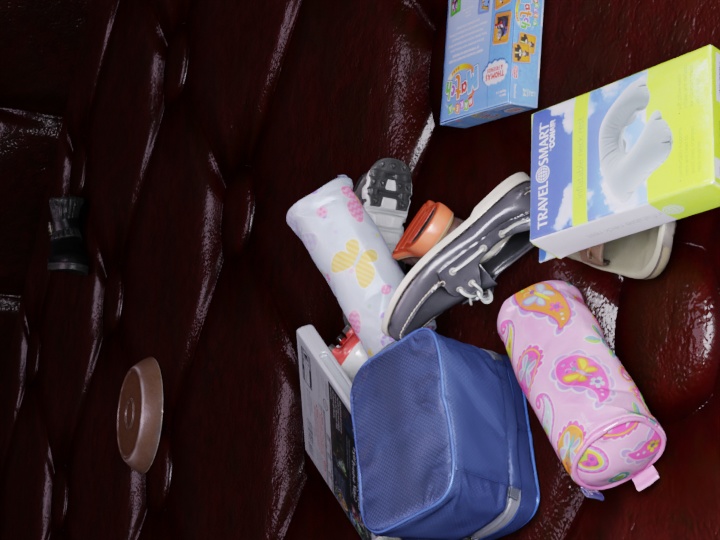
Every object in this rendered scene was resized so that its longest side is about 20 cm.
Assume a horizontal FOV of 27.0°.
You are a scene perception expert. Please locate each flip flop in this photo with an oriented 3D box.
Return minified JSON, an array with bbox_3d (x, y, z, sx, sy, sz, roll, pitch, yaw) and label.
[{"bbox_3d":[0.202,-0.039,1.263,0.200,0.058,0.081,-166,83,-67],"label":"flip flop"}]

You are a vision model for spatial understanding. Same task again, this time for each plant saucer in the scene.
[{"bbox_3d":[-0.381,0.246,2.563,0.200,0.034,0.201,-174,90,-66],"label":"plant saucer"}]

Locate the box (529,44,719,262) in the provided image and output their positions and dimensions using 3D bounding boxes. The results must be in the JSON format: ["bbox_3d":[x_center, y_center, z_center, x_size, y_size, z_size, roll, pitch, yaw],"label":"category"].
[{"bbox_3d":[0.206,-0.088,1.190,0.200,0.048,0.122,-19,58,43],"label":"box"}]

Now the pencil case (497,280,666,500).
[{"bbox_3d":[0.182,0.095,1.249,0.200,0.087,0.088,-115,39,-49],"label":"pencil case"}]

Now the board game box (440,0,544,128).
[{"bbox_3d":[0.133,-0.252,1.504,0.151,0.037,0.200,174,102,-66],"label":"board game box"}]

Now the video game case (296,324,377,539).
[{"bbox_3d":[-0.018,0.186,1.628,0.182,0.023,0.200,53,154,42],"label":"video game case"}]

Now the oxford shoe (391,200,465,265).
[{"bbox_3d":[0.081,-0.024,1.526,0.071,0.072,0.200,-57,5,1],"label":"oxford shoe"}]

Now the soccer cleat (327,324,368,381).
[{"bbox_3d":[-0.006,0.121,1.693,0.069,0.085,0.200,-48,-5,-19],"label":"soccer cleat"}]

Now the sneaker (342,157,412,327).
[{"bbox_3d":[0.011,-0.025,1.697,0.090,0.066,0.200,177,103,-69],"label":"sneaker"}]

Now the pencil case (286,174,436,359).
[{"bbox_3d":[0.000,0.000,1.595,0.200,0.083,0.091,59,179,13],"label":"pencil case"}]

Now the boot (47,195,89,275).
[{"bbox_3d":[-0.605,-0.076,3.101,0.211,0.079,0.158,-165,82,-67],"label":"boot"}]

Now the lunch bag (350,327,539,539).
[{"bbox_3d":[0.085,0.167,1.392,0.136,0.132,0.200,-32,53,42],"label":"lunch bag"}]

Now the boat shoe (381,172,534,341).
[{"bbox_3d":[0.102,0.000,1.388,0.200,0.073,0.063,-46,68,5],"label":"boat shoe"}]

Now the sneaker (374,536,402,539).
[{"bbox_3d":[0.060,0.304,1.495,0.200,0.072,0.073,6,70,61],"label":"sneaker"}]
